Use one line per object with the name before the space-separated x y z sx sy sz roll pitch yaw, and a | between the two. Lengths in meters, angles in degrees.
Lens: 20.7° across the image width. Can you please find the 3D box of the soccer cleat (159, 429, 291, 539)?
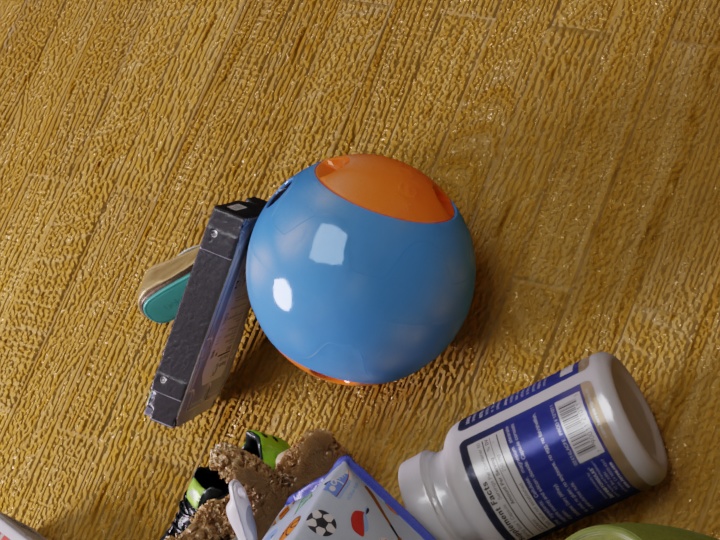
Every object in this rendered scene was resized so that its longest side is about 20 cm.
soccer cleat | -0.141 0.221 1.761 0.200 0.081 0.068 -47 51 2

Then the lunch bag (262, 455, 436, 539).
lunch bag | 0.000 0.282 1.550 0.124 0.200 0.170 -40 12 47

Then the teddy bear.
teddy bear | -0.092 0.216 1.703 0.201 0.145 0.067 -57 20 -7

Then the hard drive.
hard drive | -0.130 0.036 1.781 0.038 0.140 0.201 22 99 9

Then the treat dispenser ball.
treat dispenser ball | 0.000 0.000 1.711 0.200 0.201 0.202 -14 59 25

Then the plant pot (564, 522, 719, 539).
plant pot | 0.211 0.260 1.444 0.186 0.200 0.188 -15 59 25

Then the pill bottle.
pill bottle | 0.138 0.157 1.598 0.199 0.116 0.116 -27 54 17

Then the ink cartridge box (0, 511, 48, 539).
ink cartridge box | -0.329 0.347 1.809 0.175 0.084 0.201 27 82 40

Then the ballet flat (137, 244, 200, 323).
ballet flat | -0.130 -0.015 1.891 0.199 0.069 0.063 -23 37 18

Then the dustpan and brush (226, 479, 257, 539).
dustpan and brush | -0.090 0.261 1.610 0.057 0.201 0.140 -8 21 30
